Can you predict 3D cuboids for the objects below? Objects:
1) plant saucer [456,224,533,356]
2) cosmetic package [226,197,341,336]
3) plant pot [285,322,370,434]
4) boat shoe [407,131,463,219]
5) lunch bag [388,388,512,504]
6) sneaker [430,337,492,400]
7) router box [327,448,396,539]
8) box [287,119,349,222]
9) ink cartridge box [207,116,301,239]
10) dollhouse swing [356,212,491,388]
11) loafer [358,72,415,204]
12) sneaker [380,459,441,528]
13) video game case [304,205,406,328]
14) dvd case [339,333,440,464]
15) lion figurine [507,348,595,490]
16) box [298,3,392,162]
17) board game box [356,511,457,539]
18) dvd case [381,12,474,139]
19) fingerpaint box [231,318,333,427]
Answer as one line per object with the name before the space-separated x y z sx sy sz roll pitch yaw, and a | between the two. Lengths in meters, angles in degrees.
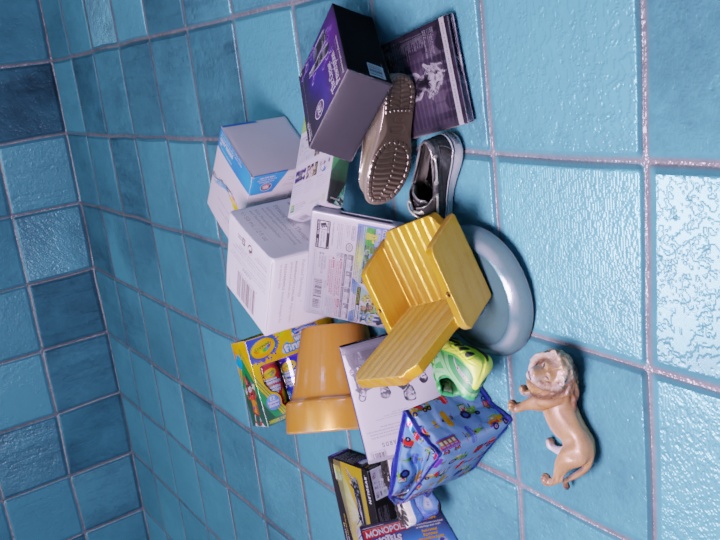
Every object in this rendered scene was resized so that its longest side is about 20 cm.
plant saucer | 0.170 0.035 1.187 0.200 0.027 0.203 37 137 43
cosmetic package | -0.119 -0.017 1.472 0.167 0.198 0.168 44 138 39
plant pot | -0.042 0.195 1.475 0.199 0.197 0.187 -21 71 58
boat shoe | 0.100 -0.110 1.210 0.071 0.063 0.203 40 138 40
lunch bag | 0.128 0.290 1.266 0.094 0.149 0.202 48 140 35
sneaker | 0.127 0.143 1.229 0.200 0.073 0.085 -157 85 -72
router box | 0.012 0.471 1.625 0.156 0.052 0.204 -2 102 58
box | -0.063 -0.193 1.380 0.144 0.036 0.204 -12 67 58
ink cartridge box | -0.194 -0.166 1.574 0.145 0.146 0.201 55 143 28
dollhouse swing | 0.053 0.045 1.175 0.199 0.175 0.184 -17 101 60
loafer | 0.038 -0.202 1.239 0.068 0.075 0.203 42 126 56
sneaker | 0.089 0.359 1.436 0.201 0.088 0.079 -112 20 -48
video game case | 0.000 0.000 1.351 0.179 0.022 0.203 11 122 7
dvd case | 0.059 0.206 1.352 0.025 0.148 0.203 -80 -24 -86
lion figurine | 0.272 0.202 1.093 0.122 0.072 0.202 -27 95 50
box | -0.028 -0.286 1.229 0.202 0.078 0.142 -101 31 -46
board game box | 0.090 0.486 1.415 0.062 0.197 0.202 118 141 -47
dvd case | 0.088 -0.276 1.202 0.199 0.016 0.151 -3 101 59
fingerpaint box | -0.132 0.191 1.587 0.073 0.198 0.170 -13 92 57
